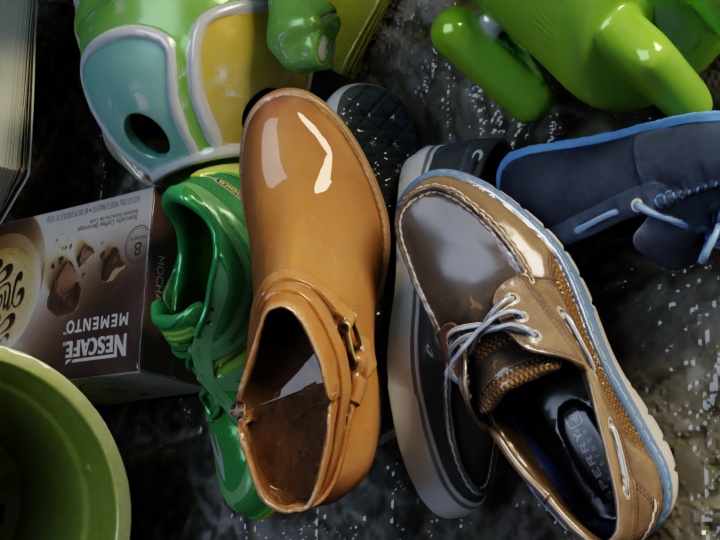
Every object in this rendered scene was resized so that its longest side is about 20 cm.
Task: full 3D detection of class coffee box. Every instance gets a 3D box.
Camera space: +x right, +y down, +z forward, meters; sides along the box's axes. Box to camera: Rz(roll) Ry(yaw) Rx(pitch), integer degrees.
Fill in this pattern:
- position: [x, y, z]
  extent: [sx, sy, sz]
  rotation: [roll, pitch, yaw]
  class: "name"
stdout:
- position: [-0.171, 0.025, 0.964]
  extent: [0.198, 0.079, 0.115]
  rotation: [-8, 72, 40]
  class: "coffee box"

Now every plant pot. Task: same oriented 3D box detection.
- position: [-0.255, 0.148, 0.922]
  extent: [0.190, 0.197, 0.203]
  rotation: [165, 116, -69]
  class: "plant pot"

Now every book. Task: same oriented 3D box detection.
- position: [-0.268, -0.117, 1.069]
  extent: [0.134, 0.047, 0.202]
  rotation: [-49, 36, 48]
  class: "book"

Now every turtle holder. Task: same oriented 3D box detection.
- position: [-0.080, -0.126, 0.894]
  extent: [0.183, 0.141, 0.134]
  rotation: [-12, 81, 21]
  class: "turtle holder"

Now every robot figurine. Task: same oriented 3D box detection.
- position: [0.114, -0.159, 0.748]
  extent: [0.176, 0.115, 0.200]
  rotation: [-48, 51, 11]
  class: "robot figurine"

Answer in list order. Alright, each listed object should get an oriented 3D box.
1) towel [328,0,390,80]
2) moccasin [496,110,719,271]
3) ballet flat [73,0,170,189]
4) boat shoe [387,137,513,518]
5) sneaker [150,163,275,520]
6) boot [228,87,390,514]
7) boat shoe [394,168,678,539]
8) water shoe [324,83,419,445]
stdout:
- position: [0.017, -0.220, 0.920]
  extent: [0.086, 0.018, 0.202]
  rotation: [40, 105, 46]
  class: "towel"
- position: [0.151, -0.032, 0.715]
  extent: [0.199, 0.080, 0.069]
  rotation: [-9, 78, 51]
  class: "moccasin"
- position: [-0.150, -0.119, 1.014]
  extent: [0.063, 0.067, 0.202]
  rotation: [116, 143, -47]
  class: "ballet flat"
- position: [0.054, 0.023, 0.780]
  extent: [0.056, 0.068, 0.203]
  rotation: [-16, 65, 36]
  class: "boat shoe"
- position: [-0.082, 0.042, 0.864]
  extent: [0.074, 0.083, 0.203]
  rotation: [-9, 88, 50]
  class: "sneaker"
- position: [-0.028, 0.010, 0.710]
  extent: [0.073, 0.155, 0.203]
  rotation: [-13, 90, 10]
  class: "boot"
- position: [0.077, 0.038, 0.702]
  extent: [0.072, 0.072, 0.201]
  rotation: [-40, 80, 22]
  class: "boat shoe"
- position: [0.000, 0.000, 0.847]
  extent: [0.079, 0.071, 0.203]
  rotation: [154, 121, -64]
  class: "water shoe"
